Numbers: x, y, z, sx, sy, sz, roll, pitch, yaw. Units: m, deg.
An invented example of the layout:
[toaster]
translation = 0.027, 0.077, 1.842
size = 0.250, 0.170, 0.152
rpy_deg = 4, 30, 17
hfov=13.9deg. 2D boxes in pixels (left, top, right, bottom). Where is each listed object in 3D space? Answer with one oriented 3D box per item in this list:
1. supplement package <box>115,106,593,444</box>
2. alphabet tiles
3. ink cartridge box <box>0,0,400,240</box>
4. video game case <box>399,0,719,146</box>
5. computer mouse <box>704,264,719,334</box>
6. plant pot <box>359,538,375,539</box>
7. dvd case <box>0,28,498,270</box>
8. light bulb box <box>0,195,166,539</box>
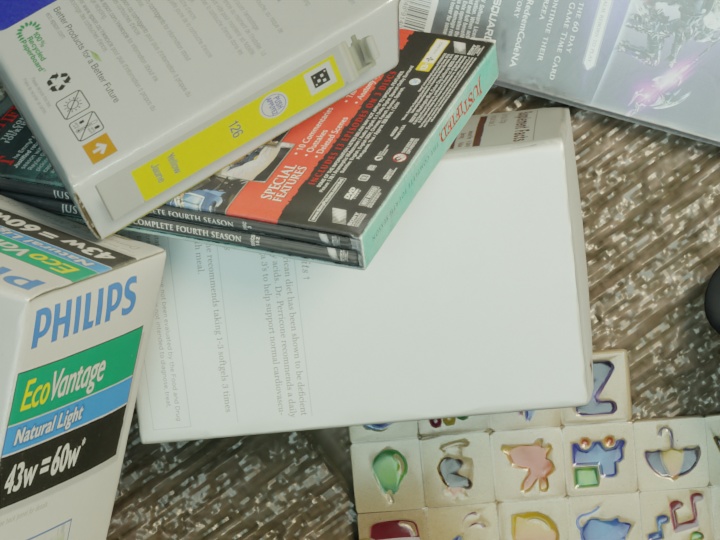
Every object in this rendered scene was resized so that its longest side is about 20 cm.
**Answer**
[supplement package]
translation = 0.000, 0.000, 1.305
size = 0.199, 0.117, 0.118
rpy_deg = -5, 100, 5
[alphabet tiles]
translation = 0.098, 0.121, 1.376
size = 0.199, 0.008, 0.168
rpy_deg = -5, 99, 5
[ink cartridge box]
translation = -0.068, -0.132, 1.254
size = 0.199, 0.198, 0.047
rpy_deg = -29, 138, -8
[video game case]
translation = 0.119, -0.141, 1.323
size = 0.199, 0.019, 0.144
rpy_deg = 15, 101, 0
[computer mouse]
translation = 0.253, 0.002, 1.335
size = 0.198, 0.034, 0.059
rpy_deg = -5, 114, -2
[plant pot]
translation = -0.037, 0.224, 1.314
size = 0.188, 0.201, 0.201
rpy_deg = -32, 96, -2
[dvd case]
translation = -0.058, -0.064, 1.260
size = 0.199, 0.146, 0.022
rpy_deg = 10, 131, 23
[light bulb box]
translation = -0.207, 0.064, 1.213
size = 0.197, 0.125, 0.201
rpy_deg = 19, 106, 18
